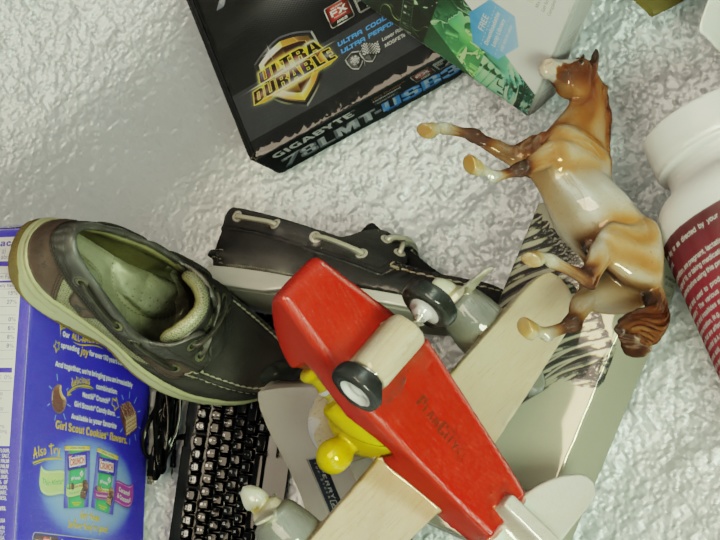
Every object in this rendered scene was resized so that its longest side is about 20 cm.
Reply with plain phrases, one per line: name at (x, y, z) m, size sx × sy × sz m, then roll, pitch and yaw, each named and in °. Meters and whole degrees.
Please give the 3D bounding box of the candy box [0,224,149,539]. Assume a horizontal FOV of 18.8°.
candy box at (-0.196, 0.084, 1.345) m, size 0.077 × 0.169 × 0.200 m, roll 0°, pitch 79°, yaw 20°

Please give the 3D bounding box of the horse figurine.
horse figurine at (0.118, -0.030, 1.192) m, size 0.050 × 0.132 × 0.200 m, roll -49°, pitch 59°, yaw 41°

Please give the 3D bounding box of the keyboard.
keyboard at (-0.095, 0.106, 1.368) m, size 0.104 × 0.040 × 0.200 m, roll 4°, pitch 81°, yaw 24°

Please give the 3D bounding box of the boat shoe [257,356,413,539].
boat shoe at (0.012, 0.129, 1.301) m, size 0.075 × 0.093 × 0.200 m, roll -5°, pitch 109°, yaw 38°

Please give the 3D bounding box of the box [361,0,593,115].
box at (0.048, -0.201, 1.263) m, size 0.200 × 0.036 × 0.144 m, roll 37°, pitch 137°, yaw 17°

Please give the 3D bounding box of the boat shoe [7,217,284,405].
boat shoe at (-0.114, 0.027, 1.288) m, size 0.066 × 0.201 × 0.072 m, roll -6°, pitch 60°, yaw 51°

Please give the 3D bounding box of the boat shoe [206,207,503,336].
boat shoe at (0.000, 0.000, 1.329) m, size 0.200 × 0.074 × 0.060 m, roll 7°, pitch 74°, yaw 24°

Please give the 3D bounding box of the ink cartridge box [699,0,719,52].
ink cartridge box at (0.269, -0.202, 1.217) m, size 0.067 × 0.117 × 0.200 m, roll 24°, pitch 91°, yaw 27°

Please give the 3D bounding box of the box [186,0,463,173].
box at (-0.013, -0.194, 1.382) m, size 0.200 × 0.050 × 0.199 m, roll -28°, pitch 71°, yaw 16°

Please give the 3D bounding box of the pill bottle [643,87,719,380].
pill bottle at (0.233, 0.001, 1.199) m, size 0.113 × 0.113 × 0.200 m, roll -28°, pitch 71°, yaw 17°

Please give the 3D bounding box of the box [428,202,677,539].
box at (0.110, 0.069, 1.266) m, size 0.082 × 0.068 × 0.200 m, roll 21°, pitch 89°, yaw 25°

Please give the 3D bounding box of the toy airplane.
toy airplane at (0.029, 0.094, 1.182) m, size 0.141 × 0.200 × 0.200 m, roll 3°, pitch 91°, yaw 55°

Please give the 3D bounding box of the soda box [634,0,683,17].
soda box at (0.152, -0.254, 1.272) m, size 0.068 × 0.064 × 0.200 m, roll -27°, pitch 70°, yaw 18°
